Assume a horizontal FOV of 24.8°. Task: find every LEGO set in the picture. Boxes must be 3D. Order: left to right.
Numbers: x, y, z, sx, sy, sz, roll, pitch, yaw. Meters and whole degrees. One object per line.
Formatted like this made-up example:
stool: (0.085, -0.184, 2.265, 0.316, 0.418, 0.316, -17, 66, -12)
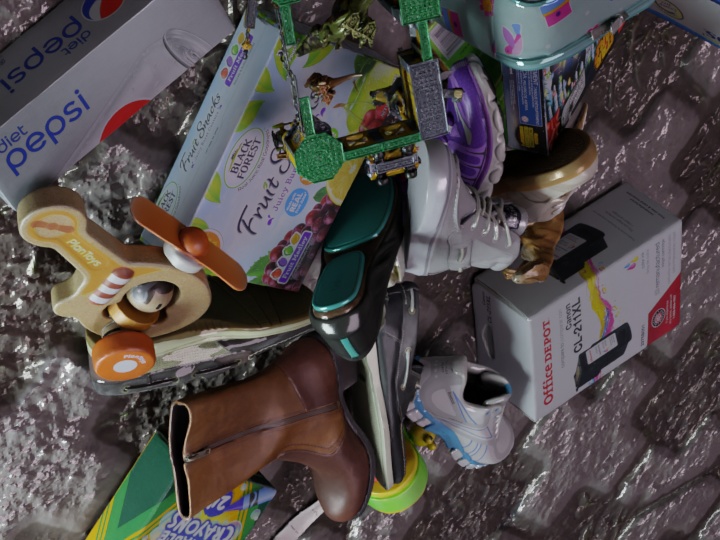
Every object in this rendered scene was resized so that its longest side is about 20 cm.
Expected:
LEGO set: (-0.012, -0.169, 1.166, 0.153, 0.116, 0.201, -22, 118, -6)

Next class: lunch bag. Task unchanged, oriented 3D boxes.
lunch bag: (0.124, -0.235, 1.215, 0.160, 0.200, 0.077, -32, 138, -24)

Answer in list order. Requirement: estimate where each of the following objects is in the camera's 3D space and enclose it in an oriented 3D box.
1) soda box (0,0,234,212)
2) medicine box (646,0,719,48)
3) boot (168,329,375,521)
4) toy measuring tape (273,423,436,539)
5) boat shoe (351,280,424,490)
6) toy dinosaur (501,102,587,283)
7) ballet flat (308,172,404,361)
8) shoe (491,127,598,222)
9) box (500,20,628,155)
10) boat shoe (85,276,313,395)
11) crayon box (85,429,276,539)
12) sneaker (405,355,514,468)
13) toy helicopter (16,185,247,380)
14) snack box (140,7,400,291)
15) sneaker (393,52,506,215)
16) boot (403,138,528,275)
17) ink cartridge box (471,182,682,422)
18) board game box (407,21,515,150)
soda box: (-0.186, -0.136, 1.106, 0.200, 0.063, 0.068, -41, 140, -11)
medicine box: (0.357, -0.283, 1.383, 0.201, 0.182, 0.103, -53, 153, -7)
boot: (-0.072, 0.163, 1.385, 0.199, 0.068, 0.190, -28, 127, -45)
toy measuring tape: (0.001, 0.219, 1.544, 0.200, 0.073, 0.074, -42, 139, -11)
boat shoe: (0.029, 0.105, 1.455, 0.067, 0.072, 0.202, -14, 116, -21)
toy dinosaur: (0.164, -0.048, 1.491, 0.060, 0.106, 0.201, 43, 44, -30)
ballet flat: (0.000, 0.000, 1.310, 0.069, 0.067, 0.201, 64, 27, -30)
shoe: (0.153, -0.075, 1.374, 0.070, 0.200, 0.053, -45, 102, -14)
box: (0.170, -0.210, 1.336, 0.200, 0.040, 0.138, -57, 150, -38)
boat shoe: (-0.127, 0.053, 1.305, 0.200, 0.072, 0.066, -12, 132, -31)
crayon box: (-0.176, 0.246, 1.414, 0.125, 0.052, 0.201, 26, 100, -49)
sneaker: (0.113, 0.133, 1.555, 0.086, 0.076, 0.200, -15, 151, 26)
toy helicopter: (-0.167, -0.006, 1.150, 0.131, 0.079, 0.200, -22, 148, 13)
snack box: (-0.067, -0.089, 1.261, 0.142, 0.053, 0.201, 12, 110, -45)
sneaker: (0.070, -0.088, 1.363, 0.083, 0.081, 0.201, -2, 131, -14)
boot: (0.086, -0.050, 1.294, 0.095, 0.074, 0.200, -1, 163, -3)
ink cartridge box: (0.213, 0.032, 1.590, 0.199, 0.083, 0.146, -32, 137, -22)
board game box: (0.121, -0.183, 1.386, 0.096, 0.030, 0.200, -48, 138, -1)
